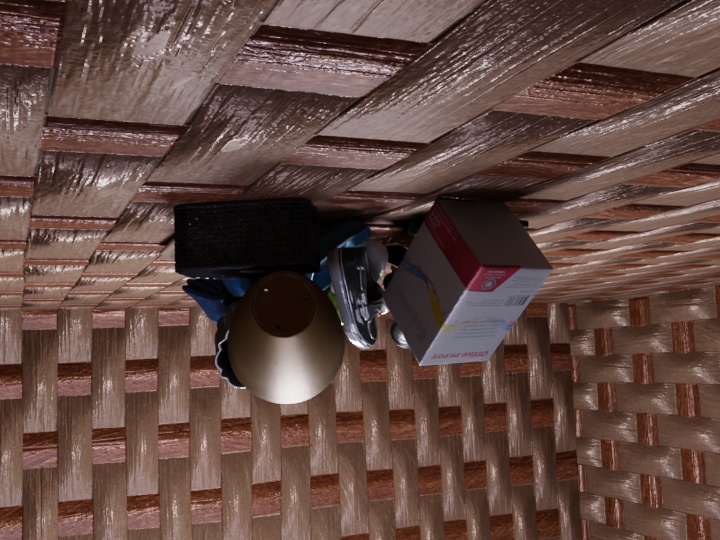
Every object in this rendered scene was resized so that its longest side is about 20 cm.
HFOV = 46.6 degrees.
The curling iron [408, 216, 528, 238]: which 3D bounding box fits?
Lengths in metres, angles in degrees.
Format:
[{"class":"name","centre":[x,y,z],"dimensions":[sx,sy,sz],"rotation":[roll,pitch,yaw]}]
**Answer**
[{"class":"curling iron","centre":[0.173,-0.068,1.347],"dimensions":[0.196,0.051,0.026],"rotation":[-5,-174,-5]}]

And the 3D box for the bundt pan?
[{"class":"bundt pan","centre":[-0.160,0.108,1.427],"dimensions":[0.198,0.076,0.204],"rotation":[-15,134,-16]}]

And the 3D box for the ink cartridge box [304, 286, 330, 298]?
[{"class":"ink cartridge box","centre":[-0.105,0.062,1.560],"dimensions":[0.145,0.077,0.201],"rotation":[4,155,-6]}]

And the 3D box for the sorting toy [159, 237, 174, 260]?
[{"class":"sorting toy","centre":[-0.263,0.009,1.509],"dimensions":[0.200,0.037,0.185],"rotation":[42,158,-13]}]

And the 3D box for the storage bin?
[{"class":"storage bin","centre":[-0.162,-0.042,1.218],"dimensions":[0.196,0.096,0.135],"rotation":[-2,174,5]}]

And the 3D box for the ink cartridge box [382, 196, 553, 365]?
[{"class":"ink cartridge box","centre":[0.151,0.019,1.230],"dimensions":[0.143,0.146,0.202],"rotation":[1,133,-35]}]

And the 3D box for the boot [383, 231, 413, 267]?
[{"class":"boot","centre":[0.137,-0.031,1.399],"dimensions":[0.197,0.072,0.144],"rotation":[3,-164,23]}]

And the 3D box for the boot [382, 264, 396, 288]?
[{"class":"boot","centre":[0.135,-0.017,1.554],"dimensions":[0.172,0.070,0.200],"rotation":[-31,180,-18]}]

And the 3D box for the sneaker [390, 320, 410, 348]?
[{"class":"sneaker","centre":[0.139,0.059,1.509],"dimensions":[0.200,0.076,0.091],"rotation":[-43,167,-16]}]

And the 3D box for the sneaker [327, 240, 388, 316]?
[{"class":"sneaker","centre":[0.000,0.000,1.391],"dimensions":[0.075,0.106,0.201],"rotation":[35,133,-2]}]

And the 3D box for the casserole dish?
[{"class":"casserole dish","centre":[-0.045,-0.025,1.377],"dimensions":[0.120,0.039,0.200],"rotation":[-35,167,-18]}]

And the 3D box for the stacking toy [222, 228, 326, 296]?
[{"class":"stacking toy","centre":[-0.129,-0.031,1.382],"dimensions":[0.197,0.119,0.109],"rotation":[-12,-178,-29]}]

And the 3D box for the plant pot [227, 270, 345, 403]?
[{"class":"plant pot","centre":[-0.107,0.080,1.207],"dimensions":[0.182,0.190,0.200],"rotation":[-2,161,-5]}]

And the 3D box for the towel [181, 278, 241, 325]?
[{"class":"towel","centre":[-0.232,0.083,1.493],"dimensions":[0.110,0.049,0.201],"rotation":[20,152,35]}]

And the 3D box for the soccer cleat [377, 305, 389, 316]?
[{"class":"soccer cleat","centre":[0.012,0.035,1.635],"dimensions":[0.077,0.070,0.199],"rotation":[-41,-157,-16]}]

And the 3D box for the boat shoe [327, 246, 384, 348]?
[{"class":"boat shoe","centre":[0.004,0.047,1.303],"dimensions":[0.069,0.073,0.202],"rotation":[-7,133,14]}]
